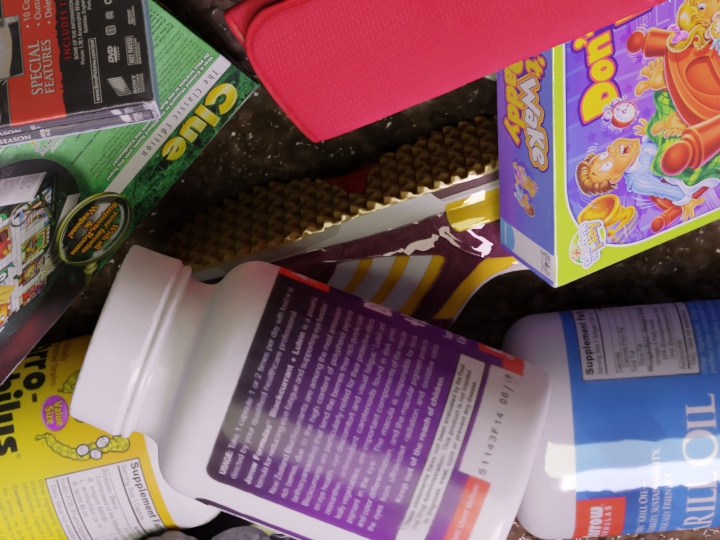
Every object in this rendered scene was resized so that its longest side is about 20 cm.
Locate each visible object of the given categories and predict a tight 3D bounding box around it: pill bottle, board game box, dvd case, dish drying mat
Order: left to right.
[{"bbox_3d":[-0.191,-0.116,1.060,0.198,0.147,0.022,-10,158,2],"label":"dvd case"},{"bbox_3d":[-0.141,-0.035,1.115,0.200,0.023,0.105,-49,140,4],"label":"board game box"},{"bbox_3d":[-0.131,0.084,1.203,0.198,0.105,0.105,-14,122,5],"label":"pill bottle"},{"bbox_3d":[-0.024,0.062,1.100,0.199,0.112,0.112,21,120,-2],"label":"pill bottle"},{"bbox_3d":[0.032,-0.112,1.039,0.199,0.018,0.077,-20,116,38],"label":"dish drying mat"},{"bbox_3d":[0.128,0.074,1.206,0.198,0.113,0.113,-5,123,0],"label":"pill bottle"},{"bbox_3d":[0.126,-0.107,1.095,0.134,0.045,0.201,-22,127,-25],"label":"board game box"}]

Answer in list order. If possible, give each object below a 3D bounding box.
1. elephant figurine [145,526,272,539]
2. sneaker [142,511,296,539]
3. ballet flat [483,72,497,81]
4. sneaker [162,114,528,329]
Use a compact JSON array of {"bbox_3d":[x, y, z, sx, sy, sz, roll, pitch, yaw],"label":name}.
[{"bbox_3d":[-0.071,0.236,1.170,0.141,0.201,0.155,-23,147,9],"label":"elephant figurine"},{"bbox_3d":[-0.087,0.157,1.271,0.199,0.072,0.083,-24,122,12],"label":"sneaker"},{"bbox_3d":[0.033,-0.124,1.100,0.199,0.072,0.072,27,117,-19],"label":"ballet flat"},{"bbox_3d":[0.000,0.000,1.174,0.199,0.075,0.091,-17,117,9],"label":"sneaker"}]
